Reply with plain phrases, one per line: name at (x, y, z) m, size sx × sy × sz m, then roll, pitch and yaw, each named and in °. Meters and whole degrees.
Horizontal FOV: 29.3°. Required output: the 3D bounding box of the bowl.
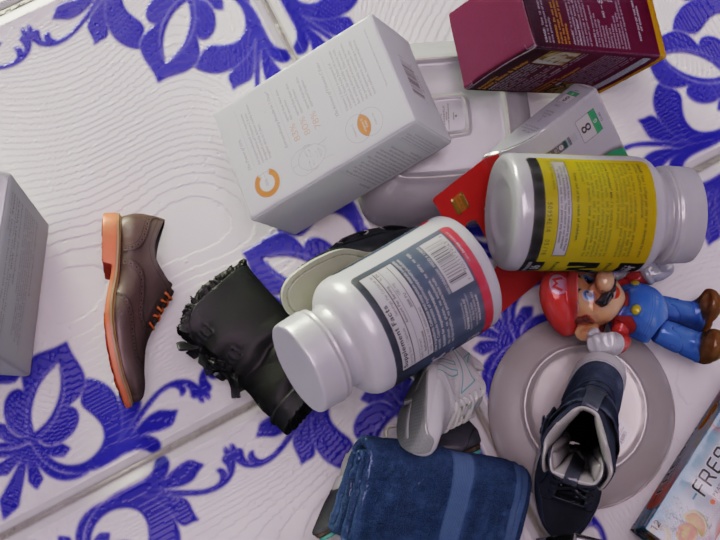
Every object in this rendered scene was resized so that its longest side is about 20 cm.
bowl at (0.088, -0.153, 1.457) m, size 0.196 × 0.075 × 0.203 m, roll -4°, pitch 77°, yaw -4°

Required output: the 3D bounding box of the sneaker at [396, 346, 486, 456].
sneaker at (0.085, 0.120, 1.351) m, size 0.079 × 0.201 × 0.071 m, roll 28°, pitch 117°, yaw -4°

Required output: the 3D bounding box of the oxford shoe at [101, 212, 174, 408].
oxford shoe at (-0.225, 0.037, 1.403) m, size 0.071 × 0.071 × 0.203 m, roll -3°, pitch 78°, yaw -9°

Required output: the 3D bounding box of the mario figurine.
mario figurine at (0.278, 0.033, 1.400) m, size 0.197 × 0.124 × 0.108 m, roll 12°, pitch 105°, yaw -9°

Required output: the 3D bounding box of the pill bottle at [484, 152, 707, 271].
pill bottle at (0.230, -0.056, 1.352) m, size 0.197 × 0.114 × 0.116 m, roll 0°, pitch 78°, yaw -12°

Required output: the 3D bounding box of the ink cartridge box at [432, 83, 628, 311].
ink cartridge box at (0.191, -0.068, 1.417) m, size 0.199 × 0.050 × 0.162 m, roll -39°, pitch 117°, yaw -13°

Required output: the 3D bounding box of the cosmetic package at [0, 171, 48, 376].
cosmetic package at (-0.406, 0.003, 1.332) m, size 0.162 × 0.200 × 0.168 m, roll 6°, pitch 78°, yaw -2°

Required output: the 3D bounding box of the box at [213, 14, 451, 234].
box at (-0.029, -0.143, 1.388) m, size 0.198 × 0.097 × 0.126 m, roll -28°, pitch 71°, yaw 19°

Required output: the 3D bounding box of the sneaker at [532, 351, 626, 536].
sneaker at (0.201, 0.196, 1.321) m, size 0.076 × 0.146 × 0.205 m, roll 13°, pitch 113°, yaw 10°

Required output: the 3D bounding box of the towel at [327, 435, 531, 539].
towel at (0.073, 0.227, 1.341) m, size 0.197 × 0.048 × 0.113 m, roll 14°, pitch 94°, yaw -25°

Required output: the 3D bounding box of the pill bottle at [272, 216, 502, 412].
pill bottle at (0.023, 0.044, 1.290) m, size 0.198 × 0.120 × 0.121 m, roll -29°, pitch 81°, yaw -21°

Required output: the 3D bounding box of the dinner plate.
dinner plate at (0.231, 0.145, 1.428) m, size 0.197 × 0.024 × 0.204 m, roll 1°, pitch 79°, yaw -3°

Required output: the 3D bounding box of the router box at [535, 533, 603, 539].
router box at (0.252, 0.294, 1.307) m, size 0.155 × 0.200 × 0.053 m, roll 13°, pitch 78°, yaw 1°

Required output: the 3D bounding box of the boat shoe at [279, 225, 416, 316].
boat shoe at (0.000, -0.002, 1.376) m, size 0.197 × 0.066 × 0.075 m, roll -25°, pitch 109°, yaw -23°

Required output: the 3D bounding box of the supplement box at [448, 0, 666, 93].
supplement box at (0.203, -0.242, 1.418) m, size 0.198 × 0.110 × 0.087 m, roll -3°, pitch 75°, yaw -38°

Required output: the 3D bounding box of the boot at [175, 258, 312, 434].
boot at (-0.078, 0.052, 1.410) m, size 0.162 × 0.074 × 0.198 m, roll 40°, pitch 73°, yaw 14°

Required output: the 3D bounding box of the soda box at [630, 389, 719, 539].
soda box at (0.359, 0.201, 1.402) m, size 0.068 × 0.064 × 0.201 m, roll 35°, pitch 78°, yaw 5°

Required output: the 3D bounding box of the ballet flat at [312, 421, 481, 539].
ballet flat at (0.027, 0.196, 1.383) m, size 0.198 × 0.073 × 0.074 m, roll -27°, pitch 81°, yaw -14°
